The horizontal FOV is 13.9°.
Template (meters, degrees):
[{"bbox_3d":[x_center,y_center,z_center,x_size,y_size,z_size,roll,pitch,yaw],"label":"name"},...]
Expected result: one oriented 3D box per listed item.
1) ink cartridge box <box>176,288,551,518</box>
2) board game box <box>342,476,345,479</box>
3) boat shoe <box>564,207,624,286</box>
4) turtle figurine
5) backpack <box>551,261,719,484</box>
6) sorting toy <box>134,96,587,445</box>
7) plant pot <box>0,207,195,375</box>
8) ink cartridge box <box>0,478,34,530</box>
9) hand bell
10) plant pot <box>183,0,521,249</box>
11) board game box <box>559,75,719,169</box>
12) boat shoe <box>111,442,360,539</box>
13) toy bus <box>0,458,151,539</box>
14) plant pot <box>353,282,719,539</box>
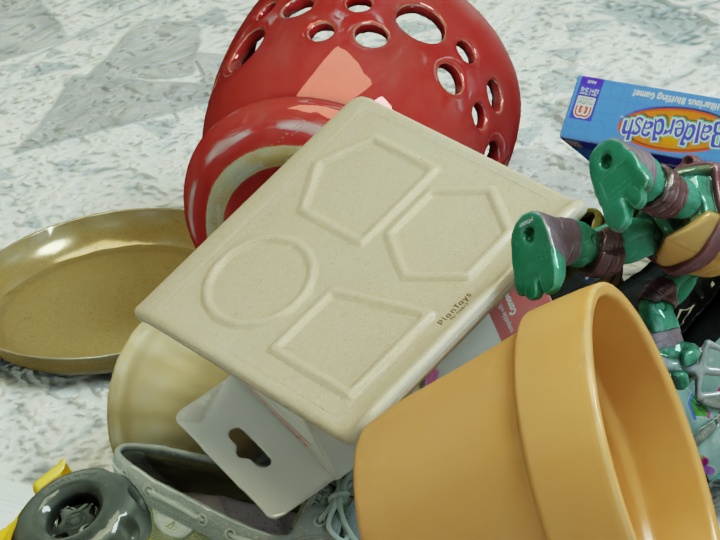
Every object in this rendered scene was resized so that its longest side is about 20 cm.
[{"bbox_3d":[-0.009,0.032,1.634,0.200,0.068,0.116,-39,46,-12],"label":"ink cartridge box"},{"bbox_3d":[0.006,0.056,1.728,0.028,0.136,0.199,21,1,-45],"label":"board game box"},{"bbox_3d":[0.097,0.030,1.806,0.072,0.068,0.200,9,34,26],"label":"boat shoe"},{"bbox_3d":[0.178,-0.011,1.540,0.199,0.150,0.101,12,28,-40],"label":"turtle figurine"},{"bbox_3d":[0.202,0.040,1.669,0.200,0.127,0.167,-39,28,-9],"label":"backpack"},{"bbox_3d":[0.000,0.000,1.592,0.185,0.037,0.200,-45,43,-19],"label":"sorting toy"},{"bbox_3d":[-0.164,0.017,1.947,0.199,0.028,0.200,-6,29,3],"label":"plant pot"},{"bbox_3d":[-0.250,0.189,1.621,0.103,0.060,0.200,9,33,30],"label":"ink cartridge box"},{"bbox_3d":[-0.036,0.088,1.693,0.199,0.105,0.104,10,33,32],"label":"hand bell"},{"bbox_3d":[-0.013,-0.071,1.889,0.199,0.201,0.183,2,35,19],"label":"plant pot"},{"bbox_3d":[0.233,-0.054,1.814,0.151,0.200,0.045,12,79,34],"label":"board game box"},{"bbox_3d":[-0.047,0.137,1.654,0.201,0.065,0.074,6,32,26],"label":"boat shoe"},{"bbox_3d":[-0.151,0.218,1.484,0.192,0.136,0.200,-34,38,-17],"label":"toy bus"},{"bbox_3d":[0.085,0.121,1.453,0.139,0.201,0.200,-18,26,16],"label":"plant pot"}]
